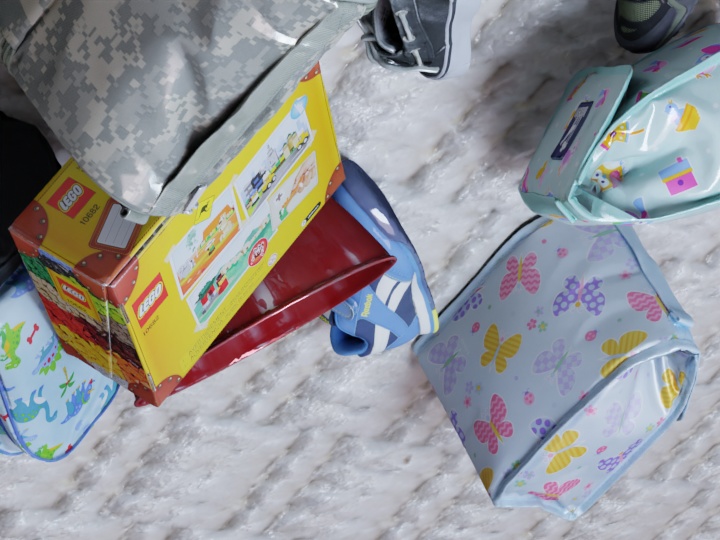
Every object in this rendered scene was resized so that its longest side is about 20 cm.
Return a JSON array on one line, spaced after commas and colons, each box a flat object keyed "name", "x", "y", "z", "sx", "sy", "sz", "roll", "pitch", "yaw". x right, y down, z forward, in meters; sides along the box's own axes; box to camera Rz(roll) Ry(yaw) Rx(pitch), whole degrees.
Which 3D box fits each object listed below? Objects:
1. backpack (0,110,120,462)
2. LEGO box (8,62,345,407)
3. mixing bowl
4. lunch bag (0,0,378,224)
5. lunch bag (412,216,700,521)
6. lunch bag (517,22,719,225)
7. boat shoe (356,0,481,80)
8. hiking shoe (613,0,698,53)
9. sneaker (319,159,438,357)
[{"name": "backpack", "x": -0.227, "y": 0.029, "z": 1.473, "sx": 0.163, "sy": 0.153, "sz": 0.200, "roll": -58, "pitch": 169, "yaw": -40}, {"name": "LEGO box", "x": -0.103, "y": -0.042, "z": 1.400, "sx": 0.200, "sy": 0.077, "sz": 0.149, "roll": -51, "pitch": 155, "yaw": -22}, {"name": "mixing bowl", "x": -0.088, "y": -0.004, "z": 1.554, "sx": 0.200, "sy": 0.109, "sz": 0.200, "roll": -30, "pitch": 176, "yaw": -2}, {"name": "lunch bag", "x": -0.095, "y": -0.145, "z": 1.256, "sx": 0.139, "sy": 0.168, "sz": 0.200, "roll": 4, "pitch": 139, "yaw": -50}, {"name": "lunch bag", "x": 0.163, "y": 0.065, "z": 1.789, "sx": 0.127, "sy": 0.170, "sz": 0.200, "roll": 13, "pitch": 126, "yaw": -42}, {"name": "lunch bag", "x": 0.209, "y": -0.092, "z": 1.619, "sx": 0.199, "sy": 0.122, "sz": 0.170, "roll": -25, "pitch": -172, "yaw": -7}, {"name": "boat shoe", "x": 0.032, "y": -0.158, "z": 1.472, "sx": 0.068, "sy": 0.074, "sz": 0.199, "roll": -20, "pitch": 176, "yaw": -5}, {"name": "hiking shoe", "x": 0.172, "y": -0.229, "z": 1.538, "sx": 0.100, "sy": 0.076, "sz": 0.201, "roll": -8, "pitch": 131, "yaw": -14}, {"name": "sneaker", "x": 0.000, "y": 0.000, "z": 1.682, "sx": 0.082, "sy": 0.074, "sz": 0.200, "roll": -25, "pitch": 143, "yaw": -4}]
